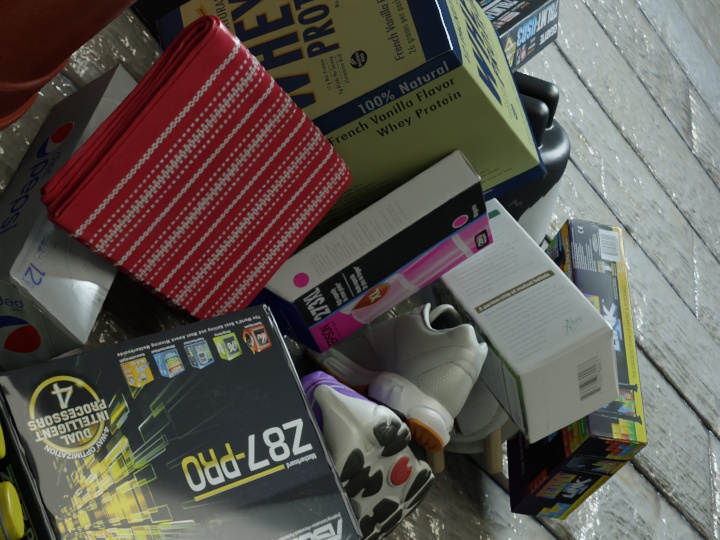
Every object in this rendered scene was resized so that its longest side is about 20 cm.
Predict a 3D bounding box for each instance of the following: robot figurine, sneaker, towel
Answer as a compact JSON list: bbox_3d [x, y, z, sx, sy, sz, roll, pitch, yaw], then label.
[{"bbox_3d":[0.117,-0.075,1.174,0.149,0.202,0.125,-10,39,-31],"label":"robot figurine"},{"bbox_3d":[-0.003,0.130,0.926,0.083,0.080,0.201,42,-20,30],"label":"sneaker"},{"bbox_3d":[0.032,0.062,0.965,0.076,0.200,0.092,42,82,-26],"label":"sneaker"},{"bbox_3d":[-0.090,-0.050,0.793,0.022,0.145,0.200,40,-2,32],"label":"towel"}]

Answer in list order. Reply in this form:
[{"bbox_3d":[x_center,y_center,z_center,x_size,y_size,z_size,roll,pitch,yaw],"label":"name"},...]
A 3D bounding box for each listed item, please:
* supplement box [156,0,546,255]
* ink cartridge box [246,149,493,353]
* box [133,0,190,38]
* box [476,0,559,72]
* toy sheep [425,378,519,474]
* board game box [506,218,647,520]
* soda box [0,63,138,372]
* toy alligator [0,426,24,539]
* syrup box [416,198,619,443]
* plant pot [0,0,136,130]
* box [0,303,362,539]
[{"bbox_3d":[-0.003,-0.121,0.936,0.200,0.198,0.136,36,33,-58],"label":"supplement box"},{"bbox_3d":[0.000,0.000,0.925,0.037,0.198,0.095,58,-3,27],"label":"ink cartridge box"},{"bbox_3d":[-0.114,-0.280,1.030,0.183,0.103,0.201,52,35,-26],"label":"box"},{"bbox_3d":[0.057,-0.214,1.167,0.200,0.196,0.050,-45,141,-57],"label":"box"},{"bbox_3d":[0.087,0.090,1.085,0.139,0.137,0.200,64,13,-5],"label":"toy sheep"},{"bbox_3d":[0.174,0.086,1.125,0.056,0.166,0.202,9,56,-14],"label":"board game box"},{"bbox_3d":[-0.179,-0.035,0.812,0.064,0.068,0.201,48,36,-29],"label":"soda box"},{"bbox_3d":[-0.219,0.086,0.694,0.054,0.058,0.203,115,-41,-78],"label":"toy alligator"},{"bbox_3d":[0.105,0.024,0.988,0.201,0.081,0.079,55,-14,44],"label":"syrup box"},{"bbox_3d":[-0.199,-0.210,0.769,0.200,0.194,0.203,34,44,-41],"label":"plant pot"},{"bbox_3d":[-0.110,0.119,0.777,0.198,0.049,0.163,-13,76,-42],"label":"box"}]
